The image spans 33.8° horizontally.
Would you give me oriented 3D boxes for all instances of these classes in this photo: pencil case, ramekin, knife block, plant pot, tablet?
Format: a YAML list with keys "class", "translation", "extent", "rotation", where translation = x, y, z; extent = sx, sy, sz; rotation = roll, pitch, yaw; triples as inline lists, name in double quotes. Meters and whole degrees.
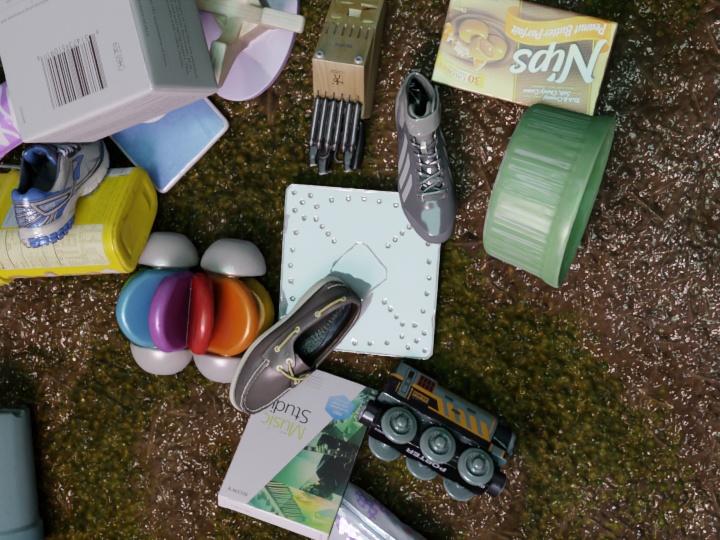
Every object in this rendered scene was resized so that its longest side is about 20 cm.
- class: "pencil case"
  translation: [-0.424, -0.191, 1.470]
  extent: [0.198, 0.084, 0.087]
  rotation: [-25, 85, 29]
- class: "ramekin"
  translation: [0.212, -0.091, 1.345]
  extent: [0.096, 0.200, 0.203]
  rotation: [20, 100, 14]
- class: "pencil case"
  translation: [0.008, 0.326, 1.484]
  extent: [0.199, 0.091, 0.083]
  rotation: [37, 57, 1]
- class: "knife block"
  translation: [-0.016, -0.221, 1.439]
  extent: [0.063, 0.177, 0.202]
  rotation: [10, 54, 7]
- class: "plant pot"
  translation: [-0.498, 0.275, 1.517]
  extent: [0.197, 0.200, 0.200]
  rotation: [1, 90, 9]
- class: "tablet"
  translation: [-0.273, -0.213, 1.497]
  extent: [0.130, 0.014, 0.200]
  rotation: [-43, 89, 12]

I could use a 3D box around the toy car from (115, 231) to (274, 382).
- class: "toy car"
  translation: [-0.210, 0.050, 1.452]
  extent: [0.196, 0.150, 0.178]
  rotation: [6, 99, 8]

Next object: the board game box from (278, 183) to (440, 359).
- class: "board game box"
  translation: [0.000, 0.000, 1.474]
  extent: [0.196, 0.026, 0.204]
  rotation: [5, 98, 9]

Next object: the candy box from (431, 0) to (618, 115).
- class: "candy box"
  translation: [0.192, -0.255, 1.394]
  extent: [0.197, 0.055, 0.117]
  rotation: [15, 99, 6]

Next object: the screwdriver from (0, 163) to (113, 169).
- class: "screwdriver"
  translation: [-0.384, -0.122, 1.520]
  extent: [0.196, 0.028, 0.030]
  rotation: [3, 69, 8]

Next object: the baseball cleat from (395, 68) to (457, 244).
- class: "baseball cleat"
  translation: [0.071, -0.135, 1.390]
  extent: [0.069, 0.106, 0.203]
  rotation: [-12, 82, 0]

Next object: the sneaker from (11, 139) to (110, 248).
- class: "sneaker"
  translation: [-0.354, -0.122, 1.393]
  extent: [0.076, 0.202, 0.086]
  rotation: [-4, 132, 13]

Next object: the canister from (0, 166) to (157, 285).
- class: "canister"
  translation: [-0.363, -0.058, 1.456]
  extent: [0.197, 0.150, 0.087]
  rotation: [-2, 136, 17]

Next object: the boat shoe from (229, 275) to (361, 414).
- class: "boat shoe"
  translation: [-0.078, 0.096, 1.425]
  extent: [0.202, 0.060, 0.072]
  rotation: [-50, 127, -3]

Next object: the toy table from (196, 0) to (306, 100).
- class: "toy table"
  translation: [-0.144, -0.306, 1.412]
  extent: [0.181, 0.117, 0.204]
  rotation: [3, 97, 9]

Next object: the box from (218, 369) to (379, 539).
- class: "box"
  translation: [-0.074, 0.215, 1.449]
  extent: [0.142, 0.037, 0.202]
  rotation: [17, 60, 6]

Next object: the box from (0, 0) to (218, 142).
- class: "box"
  translation: [-0.291, -0.266, 1.327]
  extent: [0.196, 0.130, 0.203]
  rotation: [-16, 89, 27]

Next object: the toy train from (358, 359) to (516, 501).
- class: "toy train"
  translation: [0.097, 0.195, 1.444]
  extent: [0.198, 0.086, 0.115]
  rotation: [28, 57, 1]
